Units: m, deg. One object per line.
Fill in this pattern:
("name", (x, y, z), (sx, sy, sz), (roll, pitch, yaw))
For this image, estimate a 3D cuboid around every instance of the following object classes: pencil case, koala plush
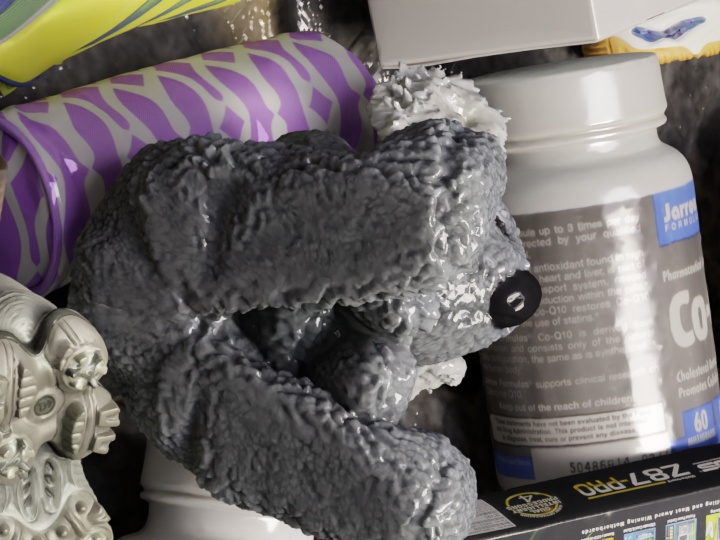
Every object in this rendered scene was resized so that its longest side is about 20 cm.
("pencil case", (-0.081, -0.046, 1.264), (0.200, 0.084, 0.086), (-16, 124, -38))
("koala plush", (0.000, 0.000, 1.214), (0.200, 0.183, 0.178), (-28, 126, -58))

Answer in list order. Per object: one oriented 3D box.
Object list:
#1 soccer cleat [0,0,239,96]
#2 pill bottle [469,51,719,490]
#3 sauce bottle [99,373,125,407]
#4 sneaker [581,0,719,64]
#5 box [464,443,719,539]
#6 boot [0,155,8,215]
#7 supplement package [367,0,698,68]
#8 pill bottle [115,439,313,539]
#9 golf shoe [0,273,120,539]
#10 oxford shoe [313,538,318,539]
("soccer cleat", (-0.127, -0.116, 1.245), (0.200, 0.065, 0.084), (-9, 126, -45))
("pill bottle", (0.108, 0.002, 1.403), (0.114, 0.114, 0.201), (-15, 100, -40))
("sauce bottle", (-0.069, 0.030, 1.283), (0.200, 0.065, 0.065), (-11, 97, -39))
("sneaker", (0.192, -0.158, 1.502), (0.200, 0.075, 0.088), (-13, 98, -41))
("box", (0.103, 0.172, 1.340), (0.199, 0.049, 0.162), (-9, 113, -28))
("boot", (-0.223, -0.019, 1.129), (0.070, 0.200, 0.146), (-7, 130, -60))
("supplement package", (0.067, -0.205, 1.347), (0.121, 0.119, 0.201), (-25, 106, -56))
("pill bottle", (-0.063, 0.173, 1.255), (0.111, 0.111, 0.201), (13, 82, -40))
("golf shoe", (-0.150, 0.087, 1.205), (0.078, 0.097, 0.201), (-12, 126, -35))
("oxford shoe", (0.022, 0.144, 1.370), (0.200, 0.070, 0.075), (54, 40, -32))
